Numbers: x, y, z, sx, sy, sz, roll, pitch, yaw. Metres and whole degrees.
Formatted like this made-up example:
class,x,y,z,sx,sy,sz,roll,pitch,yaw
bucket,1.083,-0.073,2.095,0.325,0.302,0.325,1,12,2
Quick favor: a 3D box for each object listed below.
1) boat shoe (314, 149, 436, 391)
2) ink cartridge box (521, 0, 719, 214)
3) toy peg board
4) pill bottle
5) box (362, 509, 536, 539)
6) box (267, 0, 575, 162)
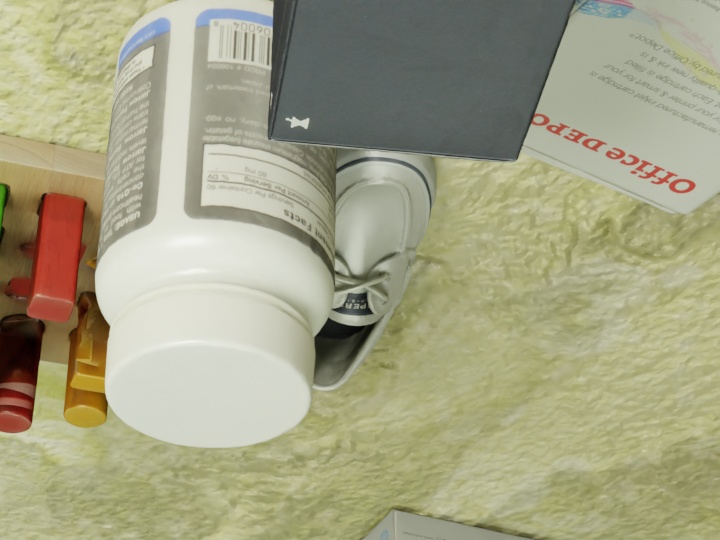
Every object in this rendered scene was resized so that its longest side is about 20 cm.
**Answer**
class,x,y,z,sx,sy,sz,roll,pitch,yaw
boat shoe,0.000,0.000,1.108,0.074,0.065,0.200,4,146,-5
ink cartridge box,0.156,-0.124,0.903,0.144,0.085,0.200,21,140,-27
toy peg board,-0.164,0.030,1.127,0.199,0.098,0.200,11,145,-14
pill bottle,-0.068,-0.024,0.952,0.114,0.200,0.114,1,146,0
box,0.083,0.247,1.499,0.200,0.041,0.156,16,143,-19
box,0.027,-0.173,0.745,0.104,0.182,0.200,5,146,-7
